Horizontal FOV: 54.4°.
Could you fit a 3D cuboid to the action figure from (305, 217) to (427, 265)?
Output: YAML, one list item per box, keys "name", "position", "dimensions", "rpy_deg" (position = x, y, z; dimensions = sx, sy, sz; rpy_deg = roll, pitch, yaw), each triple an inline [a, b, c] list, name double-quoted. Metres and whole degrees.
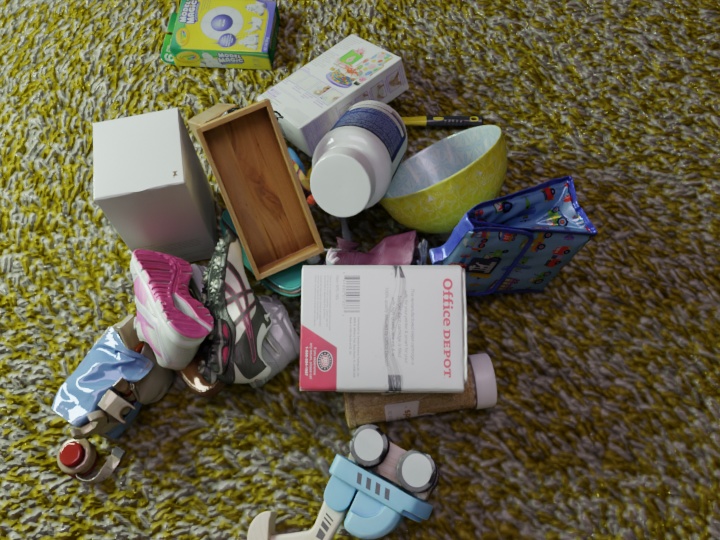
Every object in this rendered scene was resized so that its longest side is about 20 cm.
- name: "action figure"
  position: [0.000, 0.000, 0.983]
  dimensions: [0.195, 0.152, 0.135]
  rpy_deg: [3, 39, 25]

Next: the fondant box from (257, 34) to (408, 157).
- name: "fondant box"
  position: [-0.043, -0.277, 1.092]
  dimensions: [0.198, 0.059, 0.144]
  rpy_deg: [-38, 45, -13]

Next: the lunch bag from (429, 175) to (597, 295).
- name: "lunch bag"
  position: [0.177, -0.035, 0.914]
  dimensions: [0.195, 0.151, 0.096]
  rpy_deg: [-8, 62, -22]

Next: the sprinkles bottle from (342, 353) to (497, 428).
- name: "sprinkles bottle"
  position: [0.075, 0.155, 0.906]
  dimensions: [0.194, 0.069, 0.070]
  rpy_deg: [-8, 64, -1]

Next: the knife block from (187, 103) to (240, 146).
- name: "knife block"
  position: [-0.205, -0.211, 1.030]
  dimensions: [0.063, 0.177, 0.202]
  rpy_deg: [-29, 66, -12]

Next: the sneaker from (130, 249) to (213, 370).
- name: "sneaker"
  position: [-0.253, 0.047, 0.886]
  dimensions: [0.080, 0.089, 0.201]
  rpy_deg: [12, 28, -35]

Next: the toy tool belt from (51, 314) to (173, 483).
- name: "toy tool belt"
  position: [-0.334, 0.159, 0.893]
  dimensions: [0.123, 0.124, 0.202]
  rpy_deg: [26, 69, 14]

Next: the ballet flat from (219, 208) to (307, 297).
- name: "ballet flat"
  position: [-0.131, -0.014, 0.989]
  dimensions: [0.067, 0.071, 0.200]
  rpy_deg: [-31, 53, -23]

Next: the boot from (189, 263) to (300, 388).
- name: "boot"
  position: [-0.158, 0.058, 0.970]
  dimensions: [0.094, 0.074, 0.202]
  rpy_deg: [-30, 73, -21]

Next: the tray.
- name: "tray"
  position: [-0.125, -0.101, 0.889]
  dimensions: [0.097, 0.037, 0.204]
  rpy_deg: [-22, 110, -7]

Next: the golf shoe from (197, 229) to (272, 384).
- name: "golf shoe"
  position: [-0.161, 0.049, 0.906]
  dimensions: [0.086, 0.077, 0.205]
  rpy_deg: [10, 64, -28]

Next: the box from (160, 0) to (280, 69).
- name: "box"
  position: [-0.242, -0.406, 1.195]
  dimensions: [0.194, 0.049, 0.120]
  rpy_deg: [2, 65, 6]

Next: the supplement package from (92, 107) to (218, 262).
- name: "supplement package"
  position: [-0.278, -0.107, 0.972]
  dimensions: [0.118, 0.201, 0.123]
  rpy_deg: [-10, 64, -3]

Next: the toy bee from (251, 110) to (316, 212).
- name: "toy bee"
  position: [-0.104, -0.112, 0.970]
  dimensions: [0.130, 0.200, 0.110]
  rpy_deg: [-40, 72, 7]

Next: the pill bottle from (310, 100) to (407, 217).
- name: "pill bottle"
  position: [-0.003, -0.151, 0.952]
  dimensions: [0.108, 0.114, 0.201]
  rpy_deg: [12, 30, 8]

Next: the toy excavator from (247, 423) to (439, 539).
- name: "toy excavator"
  position: [-0.018, 0.286, 0.843]
  dimensions: [0.191, 0.100, 0.204]
  rpy_deg: [23, 77, 15]

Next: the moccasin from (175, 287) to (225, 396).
- name: "moccasin"
  position: [-0.237, 0.076, 0.952]
  dimensions: [0.072, 0.078, 0.205]
  rpy_deg: [-20, 66, -8]

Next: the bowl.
- name: "bowl"
  position: [0.129, -0.109, 0.992]
  dimensions: [0.198, 0.199, 0.109]
  rpy_deg: [-35, 110, -13]

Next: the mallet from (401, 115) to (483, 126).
- name: "mallet"
  position: [0.096, -0.227, 1.103]
  dimensions: [0.194, 0.041, 0.067]
  rpy_deg: [6, 64, 1]

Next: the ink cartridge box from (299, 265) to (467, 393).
- name: "ink cartridge box"
  position: [0.028, 0.073, 0.848]
  dimensions: [0.194, 0.083, 0.150]
  rpy_deg: [0, 79, 3]
